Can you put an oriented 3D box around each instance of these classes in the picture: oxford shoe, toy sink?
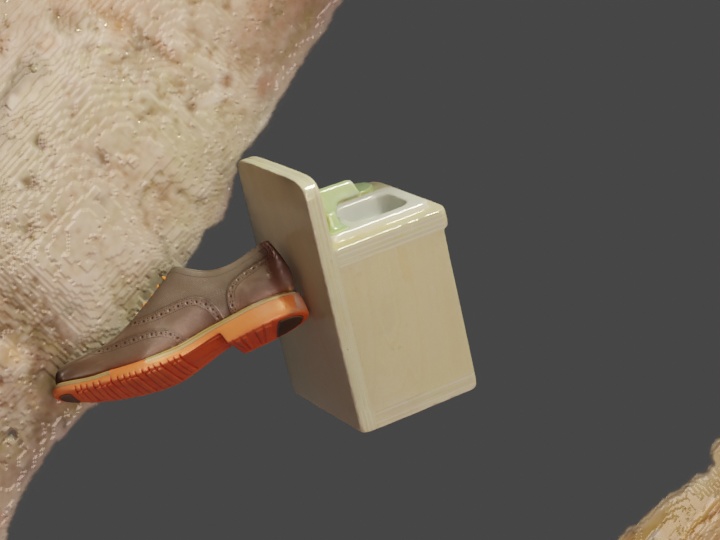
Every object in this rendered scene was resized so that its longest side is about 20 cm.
[{"bbox_3d":[-0.142,0.042,1.577,0.199,0.071,0.073,-22,76,-2],"label":"oxford shoe"},{"bbox_3d":[0.000,0.000,1.606,0.112,0.130,0.201,-21,109,-21],"label":"toy sink"}]
